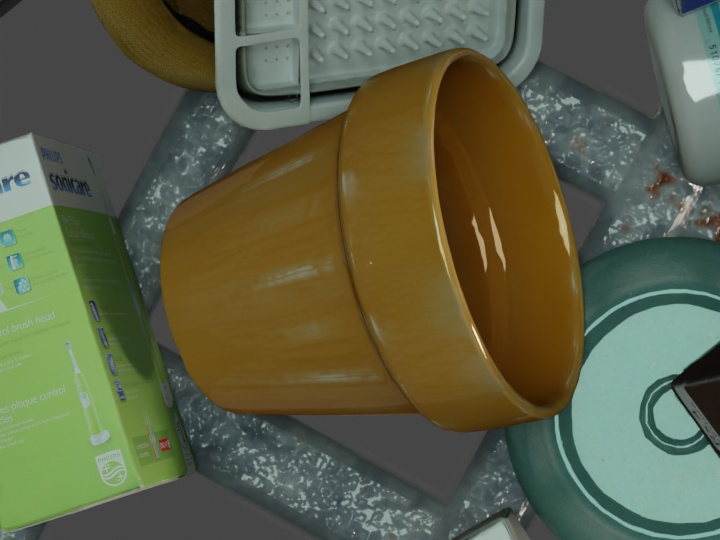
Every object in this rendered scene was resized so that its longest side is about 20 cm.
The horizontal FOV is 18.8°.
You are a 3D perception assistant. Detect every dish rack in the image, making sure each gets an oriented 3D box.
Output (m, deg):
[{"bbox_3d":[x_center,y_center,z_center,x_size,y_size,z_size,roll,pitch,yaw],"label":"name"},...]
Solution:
[{"bbox_3d":[0.007,-0.173,1.194,0.199,0.044,0.172,-9,115,-22],"label":"dish rack"}]

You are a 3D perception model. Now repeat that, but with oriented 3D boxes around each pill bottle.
[{"bbox_3d":[0.262,-0.121,1.181,0.199,0.111,0.111,-14,87,7],"label":"pill bottle"}]

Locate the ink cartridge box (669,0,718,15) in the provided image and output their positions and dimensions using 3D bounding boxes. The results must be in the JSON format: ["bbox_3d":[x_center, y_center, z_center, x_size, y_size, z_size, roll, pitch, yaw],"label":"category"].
[{"bbox_3d":[0.223,-0.251,1.194,0.196,0.043,0.200,-21,53,-1],"label":"ink cartridge box"}]

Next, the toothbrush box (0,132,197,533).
[{"bbox_3d":[-0.172,0.034,1.211,0.086,0.146,0.201,-17,87,6],"label":"toothbrush box"}]

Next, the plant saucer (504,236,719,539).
[{"bbox_3d":[0.179,0.080,1.223,0.199,0.036,0.201,0,89,7],"label":"plant saucer"}]

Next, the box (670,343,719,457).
[{"bbox_3d":[0.301,0.062,1.122,0.200,0.164,0.166,-37,89,-9],"label":"box"}]

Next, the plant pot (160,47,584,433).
[{"bbox_3d":[0.000,0.000,1.178,0.183,0.200,0.201,-15,87,24],"label":"plant pot"}]

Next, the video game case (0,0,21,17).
[{"bbox_3d":[-0.281,-0.197,1.232,0.200,0.026,0.181,-38,83,6],"label":"video game case"}]

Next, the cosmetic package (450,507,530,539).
[{"bbox_3d":[0.087,0.243,1.206,0.107,0.090,0.200,-28,83,5],"label":"cosmetic package"}]

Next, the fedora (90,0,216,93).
[{"bbox_3d":[-0.078,-0.200,1.217,0.200,0.082,0.201,-10,116,-21],"label":"fedora"}]
